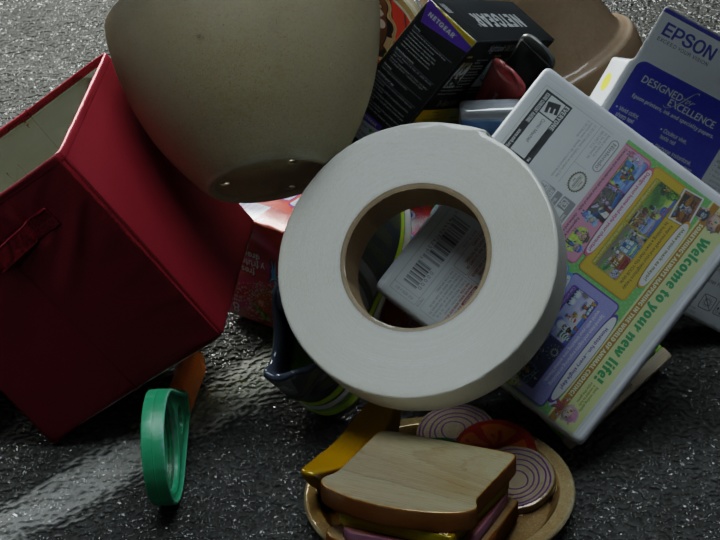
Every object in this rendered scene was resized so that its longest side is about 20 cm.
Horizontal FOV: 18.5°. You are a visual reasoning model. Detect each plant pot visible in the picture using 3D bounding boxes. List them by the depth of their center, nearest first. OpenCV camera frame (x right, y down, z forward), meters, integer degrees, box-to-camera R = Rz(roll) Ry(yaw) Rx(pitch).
[{"bbox_3d":[-0.074,-0.126,1.584,0.200,0.200,0.135,-8,73,-9],"label":"plant pot"},{"bbox_3d":[0.133,-0.222,1.959,0.200,0.175,0.200,-24,19,9],"label":"plant pot"}]

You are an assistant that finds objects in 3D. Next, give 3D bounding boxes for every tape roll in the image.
[{"bbox_3d":[0.043,-0.004,1.521,0.203,0.037,0.203,-5,71,16],"label":"tape roll"}]

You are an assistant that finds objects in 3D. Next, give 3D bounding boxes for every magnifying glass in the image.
[{"bbox_3d":[-0.132,0.104,1.581,0.022,0.080,0.200,-5,19,4],"label":"magnifying glass"}]

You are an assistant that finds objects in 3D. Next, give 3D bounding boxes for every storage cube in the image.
[{"bbox_3d":[-0.207,-0.016,1.620,0.171,0.180,0.200,-33,22,22],"label":"storage cube"}]

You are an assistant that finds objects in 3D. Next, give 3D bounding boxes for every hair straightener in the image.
[{"bbox_3d":[0.122,-0.127,1.750,0.041,0.200,0.077,43,66,15],"label":"hair straightener"}]

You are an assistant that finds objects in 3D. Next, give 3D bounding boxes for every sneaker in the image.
[{"bbox_3d":[-0.019,0.004,1.600,0.074,0.200,0.081,7,-6,31],"label":"sneaker"}]

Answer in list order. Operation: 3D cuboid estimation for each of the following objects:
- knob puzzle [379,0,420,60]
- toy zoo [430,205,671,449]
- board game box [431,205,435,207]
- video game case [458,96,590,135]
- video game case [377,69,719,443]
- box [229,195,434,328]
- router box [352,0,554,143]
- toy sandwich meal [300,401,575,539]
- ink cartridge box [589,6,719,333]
[{"bbox_3d":[-0.007,-0.191,1.951,0.220,0.220,0.030,19,41,34],"label":"knob puzzle"},{"bbox_3d":[0.123,0.025,1.625,0.200,0.020,0.131,45,45,9],"label":"toy zoo"},{"bbox_3d":[0.129,-0.060,1.859,0.200,0.048,0.102,15,34,28],"label":"board game box"},{"bbox_3d":[0.177,-0.049,1.698,0.200,0.182,0.022,-2,31,2],"label":"video game case"},{"bbox_3d":[0.143,-0.011,1.559,0.182,0.200,0.022,37,-4,8],"label":"video game case"},{"bbox_3d":[0.000,0.000,1.715,0.200,0.096,0.100,18,36,32],"label":"box"},{"bbox_3d":[0.058,-0.137,1.732,0.052,0.157,0.200,44,19,12],"label":"router box"},{"bbox_3d":[0.049,0.138,1.492,0.205,0.070,0.205,-2,29,1],"label":"toy sandwich meal"},{"bbox_3d":[0.247,-0.073,1.639,0.198,0.200,0.047,26,15,-19],"label":"ink cartridge box"}]
